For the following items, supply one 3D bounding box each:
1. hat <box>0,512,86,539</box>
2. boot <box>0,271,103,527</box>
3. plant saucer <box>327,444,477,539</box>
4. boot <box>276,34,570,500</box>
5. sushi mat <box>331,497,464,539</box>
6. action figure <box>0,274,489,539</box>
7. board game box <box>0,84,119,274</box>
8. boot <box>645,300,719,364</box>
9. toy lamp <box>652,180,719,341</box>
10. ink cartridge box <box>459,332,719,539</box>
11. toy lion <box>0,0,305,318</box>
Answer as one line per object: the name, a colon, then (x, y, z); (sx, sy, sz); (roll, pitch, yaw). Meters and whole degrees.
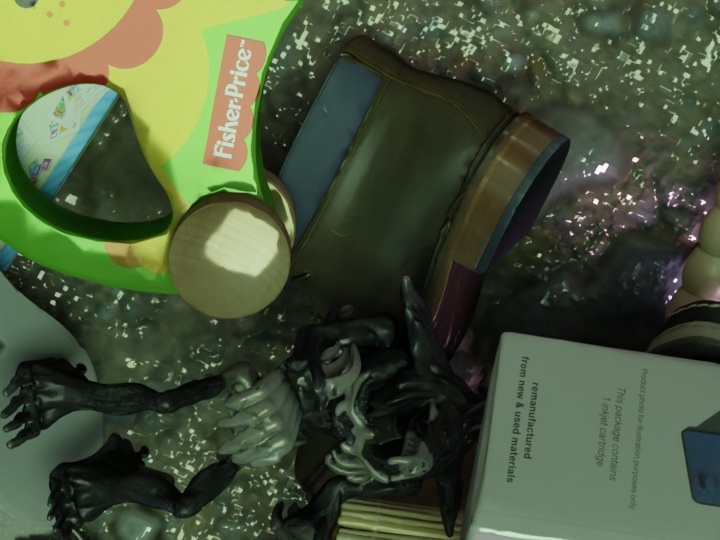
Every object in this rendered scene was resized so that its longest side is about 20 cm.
hat: (-0.193, 0.181, 1.084); (0.200, 0.081, 0.201); (-2, 109, -5)
boot: (-0.179, 0.025, 1.036); (0.074, 0.096, 0.200); (-55, 144, -25)
plant saucer: (0.072, 0.146, 1.041); (0.200, 0.201, 0.037); (0, 137, -6)
boot: (0.000, 0.000, 1.060); (0.097, 0.075, 0.200); (35, 116, 10)
sushi mat: (0.083, 0.136, 1.018); (0.200, 0.096, 0.012); (7, 137, 0)
action figure: (-0.030, 0.070, 0.991); (0.200, 0.102, 0.119); (-5, 122, 13)
board game box: (-0.146, -0.112, 1.006); (0.134, 0.034, 0.200); (31, 104, -16)
boot: (0.192, 0.032, 1.024); (0.200, 0.151, 0.073); (36, 143, -29)
toy lamp: (0.156, -0.027, 1.060); (0.058, 0.058, 0.200); (16, 110, -12)
ink cartridge box: (0.135, 0.109, 0.937); (0.200, 0.088, 0.145); (9, 143, 3)
toy lion: (-0.105, -0.096, 0.968); (0.191, 0.069, 0.200); (11, 107, -2)
